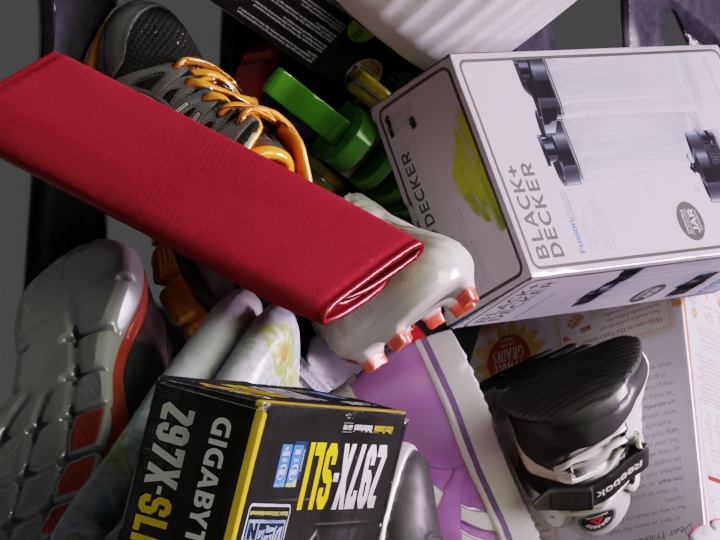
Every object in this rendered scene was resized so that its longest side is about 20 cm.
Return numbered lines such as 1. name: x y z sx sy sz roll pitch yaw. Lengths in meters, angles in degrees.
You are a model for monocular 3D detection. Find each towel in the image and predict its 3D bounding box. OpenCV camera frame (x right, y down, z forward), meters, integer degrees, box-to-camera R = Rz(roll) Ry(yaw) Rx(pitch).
1. towel: -0.078 0.126 1.202 0.200 0.048 0.172 -58 154 -48

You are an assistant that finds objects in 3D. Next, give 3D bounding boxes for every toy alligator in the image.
1. toy alligator: 0.029 -0.036 1.426 0.200 0.059 0.054 37 4 -39

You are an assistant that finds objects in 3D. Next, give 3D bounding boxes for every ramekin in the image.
1. ramekin: 0.025 -0.186 1.434 0.200 0.105 0.200 43 15 -14

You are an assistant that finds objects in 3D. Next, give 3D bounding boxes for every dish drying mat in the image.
1. dish drying mat: -0.075 -0.035 1.241 0.077 0.200 0.018 -35 145 -47

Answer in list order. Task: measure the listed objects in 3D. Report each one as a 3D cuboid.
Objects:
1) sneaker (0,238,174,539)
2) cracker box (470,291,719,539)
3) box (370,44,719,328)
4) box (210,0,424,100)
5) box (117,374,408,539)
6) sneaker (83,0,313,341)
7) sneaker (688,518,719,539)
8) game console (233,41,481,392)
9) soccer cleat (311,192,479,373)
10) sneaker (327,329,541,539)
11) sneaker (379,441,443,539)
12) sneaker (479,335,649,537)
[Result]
1. sneaker: -0.111 0.080 1.227 0.082 0.077 0.200 53 38 -37
2. cracker box: 0.127 0.097 1.509 0.058 0.134 0.201 23 58 -51
3. box: 0.110 -0.043 1.410 0.200 0.060 0.117 -5 71 -44
4. box: -0.030 -0.139 1.433 0.200 0.035 0.110 32 20 -44
5. box: -0.045 0.125 1.144 0.200 0.049 0.160 15 87 -73
6. sneaker: -0.062 -0.050 1.321 0.078 0.077 0.200 15 41 -46
7. sneaker: 0.148 0.197 1.338 0.200 0.088 0.081 -45 133 -27
8. game console: -0.011 0.001 1.453 0.200 0.031 0.177 47 47 -32
9. soccer cleat: 0.000 0.000 1.319 0.078 0.069 0.200 59 -10 -2
10. sneaker: 0.019 0.112 1.402 0.073 0.114 0.201 62 -2 43
11. sneaker: 0.049 0.171 1.262 0.071 0.099 0.201 48 40 -68
12. sneaker: 0.108 0.082 1.391 0.200 0.074 0.089 156 -90 -87
